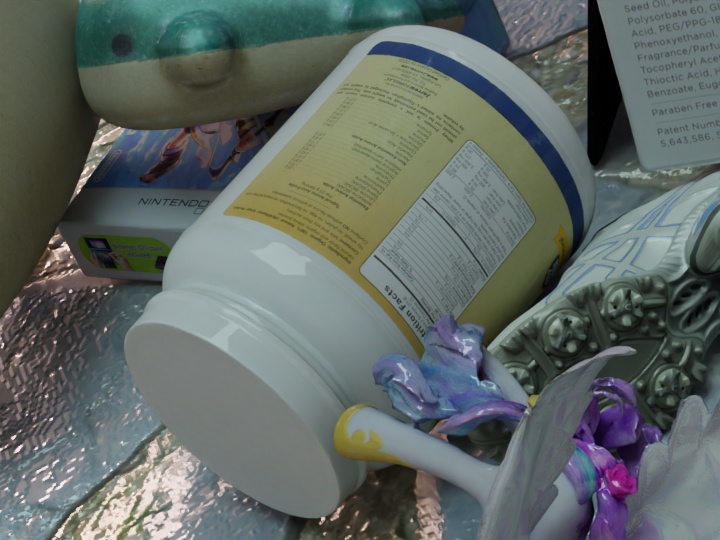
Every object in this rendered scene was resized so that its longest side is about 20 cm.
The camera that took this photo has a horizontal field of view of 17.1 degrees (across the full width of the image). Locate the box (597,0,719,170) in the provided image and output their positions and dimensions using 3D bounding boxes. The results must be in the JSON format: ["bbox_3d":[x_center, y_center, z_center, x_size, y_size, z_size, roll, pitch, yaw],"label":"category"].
[{"bbox_3d":[0.228,-0.155,1.112,0.199,0.131,0.199,-8,24,24],"label":"box"}]

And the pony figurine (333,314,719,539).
[{"bbox_3d":[0.073,0.099,0.935,0.200,0.166,0.194,35,112,48],"label":"pony figurine"}]

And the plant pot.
[{"bbox_3d":[-0.227,-0.041,1.212,0.186,0.188,0.200,-17,40,13],"label":"plant pot"}]

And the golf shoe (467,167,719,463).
[{"bbox_3d":[0.120,0.018,1.081,0.200,0.079,0.097,-31,20,-15],"label":"golf shoe"}]

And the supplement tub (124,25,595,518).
[{"bbox_3d":[0.000,0.000,1.098,0.144,0.145,0.200,15,54,42],"label":"supplement tub"}]

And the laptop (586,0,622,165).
[{"bbox_3d":[0.088,-0.195,1.208,0.115,0.201,0.188,10,48,14],"label":"laptop"}]

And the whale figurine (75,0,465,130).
[{"bbox_3d":[-0.051,-0.132,1.215,0.199,0.104,0.159,-7,6,27],"label":"whale figurine"}]

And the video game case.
[{"bbox_3d":[-0.040,-0.075,1.294,0.181,0.046,0.200,4,46,33],"label":"video game case"}]
